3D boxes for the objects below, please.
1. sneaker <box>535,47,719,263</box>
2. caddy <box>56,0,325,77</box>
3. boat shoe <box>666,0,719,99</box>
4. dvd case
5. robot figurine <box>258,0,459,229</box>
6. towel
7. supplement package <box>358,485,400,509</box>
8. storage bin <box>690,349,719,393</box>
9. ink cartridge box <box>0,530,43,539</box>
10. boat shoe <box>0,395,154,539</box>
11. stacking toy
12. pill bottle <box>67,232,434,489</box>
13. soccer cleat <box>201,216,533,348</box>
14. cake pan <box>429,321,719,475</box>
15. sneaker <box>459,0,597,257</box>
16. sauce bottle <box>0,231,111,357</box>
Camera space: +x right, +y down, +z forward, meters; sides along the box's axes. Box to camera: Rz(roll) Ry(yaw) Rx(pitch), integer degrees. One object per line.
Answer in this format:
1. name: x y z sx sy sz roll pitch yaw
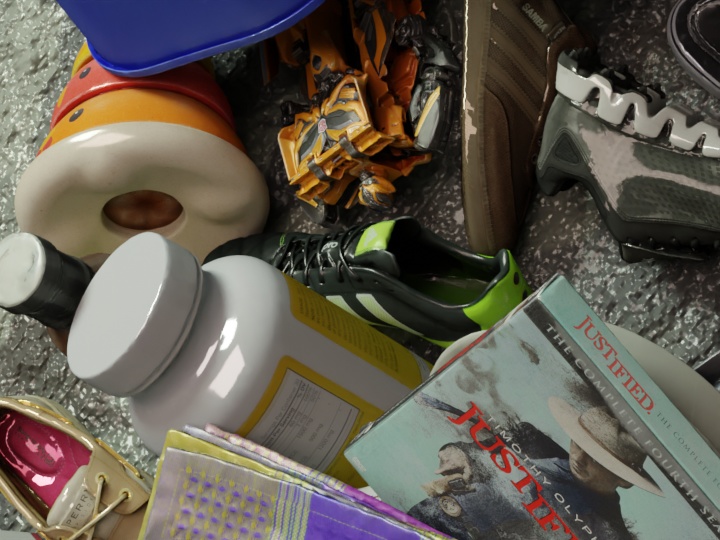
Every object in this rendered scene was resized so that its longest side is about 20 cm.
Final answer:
1. sneaker: 0.177 -0.036 0.949 0.199 0.066 0.091 29 108 17
2. caddy: -0.083 -0.182 1.006 0.199 0.105 0.142 -12 48 31
3. boat shoe: 0.242 -0.105 0.930 0.199 0.068 0.072 30 91 27
4. dvd case: 0.081 0.098 0.790 0.146 0.022 0.200 50 145 2
5. robot figurine: -0.010 -0.125 1.035 0.145 0.058 0.201 -34 53 41
6. towel: -0.028 0.166 0.829 0.199 0.023 0.145 20 93 29
7. supplement package: -0.038 0.203 0.930 0.199 0.117 0.117 -19 45 25
8. storage bin: 0.237 0.078 0.837 0.199 0.146 0.135 -28 73 -26
9. ink cartridge box: -0.217 0.251 0.995 0.145 0.083 0.202 -174 92 -71
10. boat shoe: -0.157 0.137 1.055 0.199 0.069 0.074 31 91 28
11. stacking toy: -0.131 -0.101 1.090 0.145 0.146 0.201 -21 52 19
12. pill bottle: -0.048 0.062 0.939 0.112 0.199 0.113 -35 37 32
13. soccer cleat: 0.000 0.000 0.998 0.199 0.081 0.068 8 55 20
14. cake pan: 0.115 0.101 0.810 0.200 0.201 0.037 33 55 28
15. sneaker: 0.093 -0.104 1.000 0.075 0.070 0.202 1 86 4
16. sauce bottle: -0.128 0.028 0.994 0.064 0.200 0.065 -11 66 26
